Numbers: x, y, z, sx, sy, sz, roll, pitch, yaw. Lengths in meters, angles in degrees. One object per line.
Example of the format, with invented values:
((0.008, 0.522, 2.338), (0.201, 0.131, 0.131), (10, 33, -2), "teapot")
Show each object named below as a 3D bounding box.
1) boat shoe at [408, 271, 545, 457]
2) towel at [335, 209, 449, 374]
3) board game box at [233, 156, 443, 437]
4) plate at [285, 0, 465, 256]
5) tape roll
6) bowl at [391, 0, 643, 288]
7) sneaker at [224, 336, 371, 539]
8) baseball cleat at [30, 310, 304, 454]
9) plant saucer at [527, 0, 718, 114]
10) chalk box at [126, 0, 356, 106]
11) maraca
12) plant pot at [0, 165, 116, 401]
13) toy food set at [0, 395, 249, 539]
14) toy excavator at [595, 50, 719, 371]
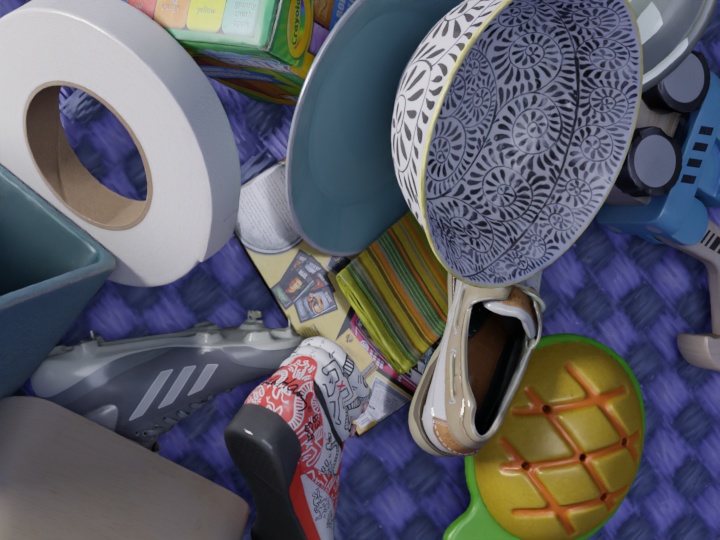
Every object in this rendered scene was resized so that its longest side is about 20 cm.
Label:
((0.096, 0.031, 0.760), (0.074, 0.068, 0.203), (23, 72, -21), "boat shoe")
((0.072, -0.021, 0.802), (0.200, 0.018, 0.087), (-42, 106, -26), "towel")
((0.000, 0.000, 0.822), (0.134, 0.035, 0.202), (-32, 94, -6), "board game box")
((0.014, -0.106, 0.732), (0.025, 0.200, 0.202), (31, 85, 31), "plate")
((-0.169, -0.082, 0.728), (0.203, 0.202, 0.037), (48, 45, -5), "tape roll")
((0.083, -0.100, 0.709), (0.199, 0.094, 0.204), (-23, 127, -34), "bowl")
((-0.030, 0.138, 0.778), (0.066, 0.204, 0.108), (20, 51, 28), "sneaker")
((-0.135, 0.090, 0.794), (0.196, 0.070, 0.109), (-4, 97, 4), "baseball cleat")
((0.151, -0.212, 0.780), (0.196, 0.050, 0.204), (-8, 69, 22), "plant saucer")
((-0.065, -0.189, 0.714), (0.123, 0.199, 0.126), (13, 89, 31), "chalk box")
((0.135, 0.146, 0.805), (0.135, 0.107, 0.203), (21, 89, -9), "maraca")
((-0.314, 0.030, 0.695), (0.195, 0.196, 0.201), (38, 106, 6), "plant pot")
((-0.174, 0.190, 0.729), (0.198, 0.060, 0.145), (31, 55, -22), "toy food set")
((0.246, -0.044, 0.829), (0.198, 0.100, 0.198), (25, 82, -21), "toy excavator")
